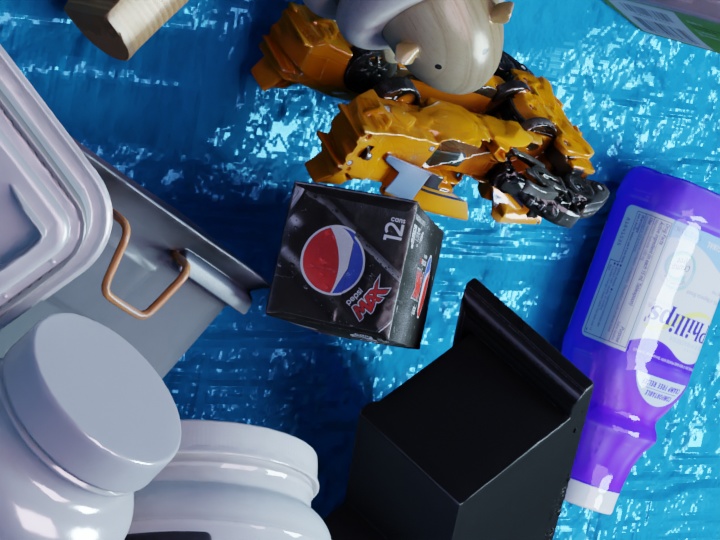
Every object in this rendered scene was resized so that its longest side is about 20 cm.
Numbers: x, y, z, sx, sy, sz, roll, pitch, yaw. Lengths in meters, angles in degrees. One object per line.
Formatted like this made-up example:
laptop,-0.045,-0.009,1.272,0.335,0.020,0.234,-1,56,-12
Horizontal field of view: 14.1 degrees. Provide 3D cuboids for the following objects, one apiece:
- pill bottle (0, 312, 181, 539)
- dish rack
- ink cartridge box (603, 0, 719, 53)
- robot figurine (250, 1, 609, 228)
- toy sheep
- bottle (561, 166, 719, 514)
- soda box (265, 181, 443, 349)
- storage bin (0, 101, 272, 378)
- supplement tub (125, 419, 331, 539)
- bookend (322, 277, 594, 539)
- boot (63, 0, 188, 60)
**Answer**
pill bottle,-0.175,0.113,1.316,0.112,0.112,0.200,19,127,-44
dish rack,-0.227,-0.023,1.266,0.200,0.044,0.172,-35,104,7
ink cartridge box,0.225,-0.223,1.655,0.059,0.104,0.201,34,81,-44
robot figurine,0.042,-0.078,1.534,0.200,0.145,0.058,12,129,-44
toy sheep,0.017,-0.179,1.422,0.138,0.138,0.201,-17,77,-37
bottle,0.160,0.042,1.716,0.083,0.065,0.201,20,91,-45
soda box,0.000,0.000,1.476,0.200,0.063,0.071,29,73,-83
storage bin,-0.157,0.004,1.375,0.200,0.145,0.135,35,91,-43
supplement tub,-0.083,0.186,1.431,0.140,0.140,0.201,21,63,-44
bookend,0.011,0.141,1.543,0.200,0.092,0.199,-36,154,-28
boot,-0.116,-0.212,1.382,0.144,0.071,0.201,-55,138,-20
